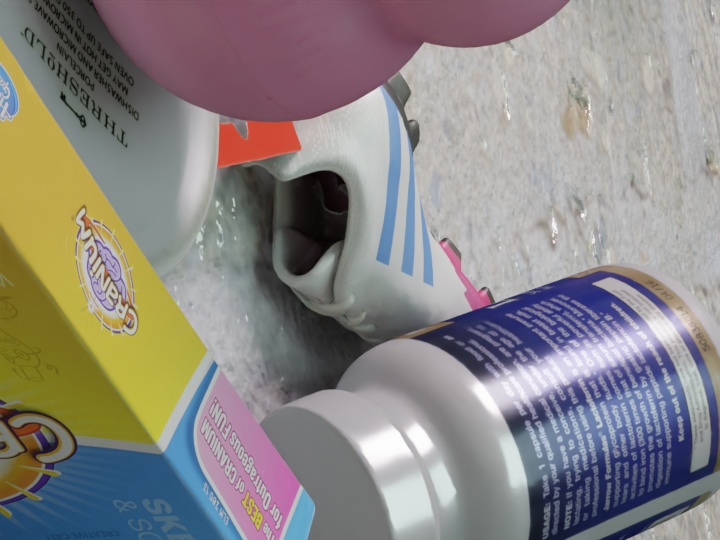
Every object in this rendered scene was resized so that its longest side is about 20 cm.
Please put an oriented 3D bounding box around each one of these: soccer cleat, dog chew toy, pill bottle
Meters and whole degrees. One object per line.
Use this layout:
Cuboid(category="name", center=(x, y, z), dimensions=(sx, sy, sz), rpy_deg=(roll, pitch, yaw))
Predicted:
Cuboid(category="soccer cleat", center=(0.000, 0.000, 1.033), dimensions=(0.086, 0.070, 0.200), rpy_deg=(-48, 132, -30))
Cuboid(category="dog chew toy", center=(0.017, -0.115, 0.691), dimensions=(0.124, 0.199, 0.125), rpy_deg=(-11, 90, -67))
Cuboid(category="pill bottle", center=(0.057, 0.074, 0.988), dimensions=(0.199, 0.116, 0.116), rpy_deg=(-18, 100, -38))

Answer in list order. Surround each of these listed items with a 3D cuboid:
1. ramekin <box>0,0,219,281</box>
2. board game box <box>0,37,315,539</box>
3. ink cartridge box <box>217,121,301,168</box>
Cuboid(category="ramekin", center=(-0.120, -0.066, 0.726), dimensions=(0.202, 0.094, 0.203), rpy_deg=(-12, 90, -68))
Cuboid(category="board game box", center=(-0.121, 0.024, 0.627), dimensions=(0.200, 0.152, 0.040), rpy_deg=(59, 35, -40))
Cuboid(category="ink cartridge box", center=(-0.058, -0.143, 0.877), dimensions=(0.201, 0.057, 0.163), rpy_deg=(65, 14, 0))
